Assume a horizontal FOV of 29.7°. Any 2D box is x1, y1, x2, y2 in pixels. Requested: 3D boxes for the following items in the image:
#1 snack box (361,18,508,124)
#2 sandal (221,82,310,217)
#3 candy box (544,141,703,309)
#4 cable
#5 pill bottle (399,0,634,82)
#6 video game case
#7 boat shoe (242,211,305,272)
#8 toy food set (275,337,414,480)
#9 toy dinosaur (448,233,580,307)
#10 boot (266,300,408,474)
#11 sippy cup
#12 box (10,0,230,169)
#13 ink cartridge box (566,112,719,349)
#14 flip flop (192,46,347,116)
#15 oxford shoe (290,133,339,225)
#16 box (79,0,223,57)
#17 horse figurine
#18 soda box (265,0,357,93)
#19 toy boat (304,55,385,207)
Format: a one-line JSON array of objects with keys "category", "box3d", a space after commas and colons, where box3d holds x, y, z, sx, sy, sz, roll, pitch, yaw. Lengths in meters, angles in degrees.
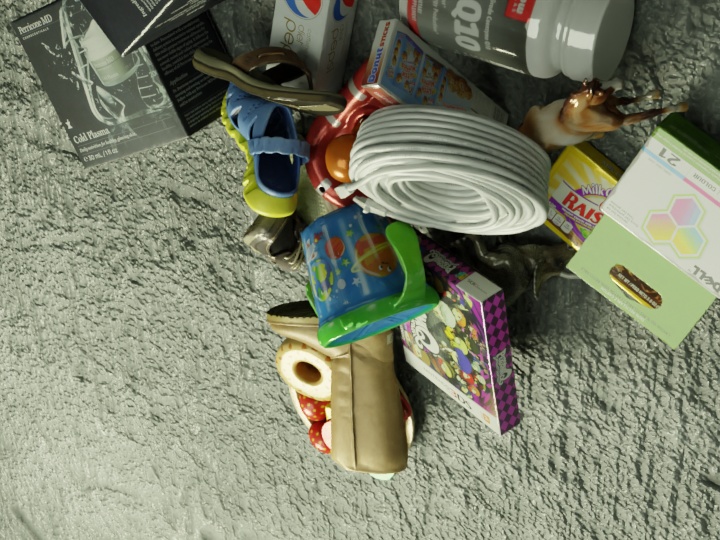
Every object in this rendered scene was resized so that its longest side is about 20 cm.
[{"category": "snack box", "box3d": [0.078, -0.167, 1.340, 0.024, 0.072, 0.200, 2, 159, 42]}, {"category": "sandal", "box3d": [-0.099, -0.156, 1.510, 0.087, 0.079, 0.201, -60, 39, 40]}, {"category": "candy box", "box3d": [0.270, -0.040, 1.392, 0.200, 0.026, 0.102, 40, 131, 8]}, {"category": "cable", "box3d": [0.088, -0.094, 1.319, 0.199, 0.070, 0.200, 17, 164, -9]}, {"category": "pill bottle", "box3d": [0.147, -0.248, 1.279, 0.199, 0.114, 0.114, 21, 130, 25]}, {"category": "video game case", "box3d": [0.101, 0.064, 1.522, 0.181, 0.036, 0.201, 37, 148, 44]}, {"category": "boat shoe", "box3d": [-0.087, -0.041, 1.583, 0.073, 0.075, 0.200, 35, 178, 1]}, {"category": "toy food set", "box3d": [-0.016, 0.173, 1.738, 0.197, 0.049, 0.201, 14, 126, 30]}, {"category": "toy dinosaur", "box3d": [0.143, 0.005, 1.485, 0.200, 0.077, 0.103, -29, 86, 41]}, {"category": "boot", "box3d": [-0.030, 0.143, 1.656, 0.174, 0.066, 0.201, 4, 107, 25]}, {"category": "sippy cup", "box3d": [0.000, 0.000, 1.463, 0.177, 0.139, 0.131, -25, 80, 21]}, {"category": "box", "box3d": [-0.271, -0.246, 1.596, 0.199, 0.124, 0.197, -11, 110, 41]}, {"category": "ink cartridge box", "box3d": [0.298, -0.026, 1.312, 0.148, 0.076, 0.200, 38, 119, 11]}, {"category": "flip flop", "box3d": [-0.097, -0.212, 1.439, 0.199, 0.081, 0.058, 27, 98, 36]}, {"category": "oxford shoe", "box3d": [-0.028, -0.074, 1.579, 0.201, 0.058, 0.075, 57, 148, 12]}, {"category": "box", "box3d": [-0.173, -0.347, 1.396, 0.118, 0.197, 0.200, 51, 136, -3]}, {"category": "horse figurine", "box3d": [0.209, -0.145, 1.282, 0.200, 0.132, 0.050, -8, 92, 62]}, {"category": "soda box", "box3d": [-0.048, -0.274, 1.448, 0.068, 0.064, 0.201, 29, 133, 19]}, {"category": "toy boat", "box3d": [0.007, -0.136, 1.451, 0.131, 0.131, 0.200, 48, 136, 1]}]
